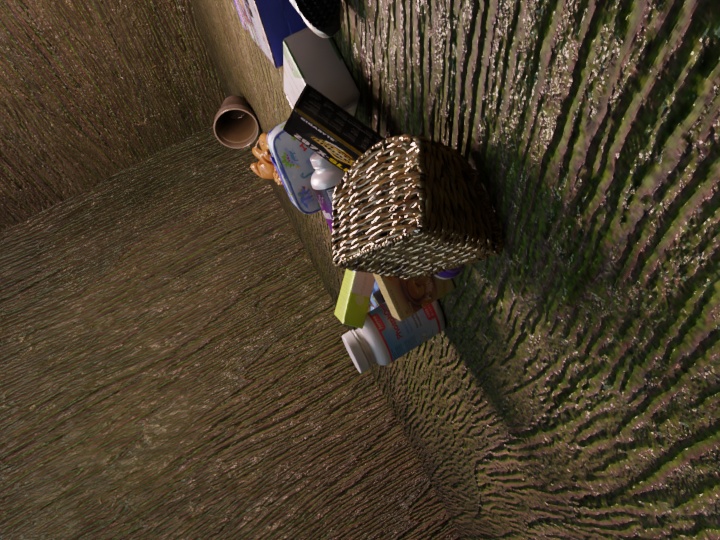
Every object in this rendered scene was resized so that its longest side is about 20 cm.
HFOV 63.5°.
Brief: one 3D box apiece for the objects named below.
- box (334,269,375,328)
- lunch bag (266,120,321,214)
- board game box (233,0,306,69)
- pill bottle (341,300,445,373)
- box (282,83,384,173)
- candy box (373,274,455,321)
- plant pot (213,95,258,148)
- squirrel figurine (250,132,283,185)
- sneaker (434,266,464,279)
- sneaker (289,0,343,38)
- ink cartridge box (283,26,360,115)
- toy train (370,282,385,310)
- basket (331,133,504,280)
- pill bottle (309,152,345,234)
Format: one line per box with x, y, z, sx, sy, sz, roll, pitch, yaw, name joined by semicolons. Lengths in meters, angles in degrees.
0.000;0.000;1.128;0.122;0.046;0.207;-163;87;-80;box
-0.111;-0.240;1.286;0.204;0.157;0.082;66;169;-28;lunch bag
-0.173;-0.507;1.079;0.202;0.095;0.162;56;169;39;board game box
0.065;0.118;1.166;0.111;0.196;0.109;57;170;16;pill bottle
-0.027;-0.206;0.944;0.197;0.050;0.159;32;176;-13;box
0.067;-0.034;0.987;0.205;0.113;0.055;64;169;-9;candy box
-0.553;-0.679;2.585;0.203;0.193;0.177;72;-176;-48;plant pot
-0.299;-0.404;2.098;0.201;0.141;0.187;47;158;7;squirrel figurine
0.101;-0.076;0.819;0.083;0.080;0.204;17;136;62;sneaker
-0.074;-0.426;0.897;0.203;0.069;0.093;58;-172;19;sneaker
-0.077;-0.329;1.074;0.148;0.082;0.200;62;170;3;ink cartridge box
0.041;0.040;1.461;0.203;0.085;0.115;59;164;15;toy train
0.069;-0.081;0.760;0.198;0.145;0.148;-21;65;53;basket
-0.036;-0.159;1.237;0.205;0.110;0.112;67;170;-25;pill bottle
